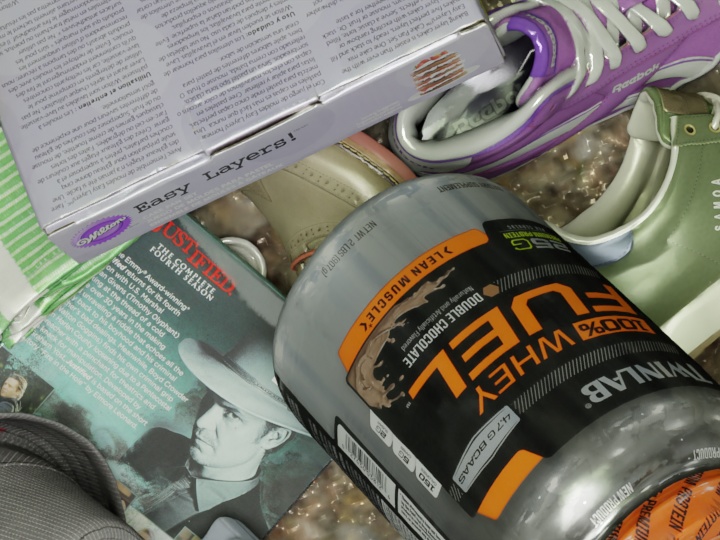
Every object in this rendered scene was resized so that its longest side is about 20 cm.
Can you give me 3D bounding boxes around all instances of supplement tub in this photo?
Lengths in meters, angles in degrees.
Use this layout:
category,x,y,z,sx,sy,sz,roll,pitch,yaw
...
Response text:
category,x,y,z,sx,sy,sz,roll,pitch,yaw
supplement tub,0.066,0.063,1.074,0.123,0.122,0.200,-47,50,2

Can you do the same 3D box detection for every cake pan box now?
category,x,y,z,sx,sy,sz,roll,pitch,yaw
cake pan box,-0.068,-0.122,1.149,0.200,0.052,0.184,-26,68,4

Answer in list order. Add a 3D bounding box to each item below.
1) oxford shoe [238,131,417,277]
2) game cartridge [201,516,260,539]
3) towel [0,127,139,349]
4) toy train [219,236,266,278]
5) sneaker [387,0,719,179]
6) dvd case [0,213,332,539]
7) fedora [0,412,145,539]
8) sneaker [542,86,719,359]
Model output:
category,x,y,z,sx,sy,sz,roll,pitch,yaw
oxford shoe,0.000,0.000,1.198,0.200,0.070,0.075,39,70,0
game cartridge,-0.066,0.218,1.190,0.133,0.041,0.200,42,104,40
towel,-0.112,-0.086,1.187,0.200,0.023,0.153,-41,73,0
toy train,-0.108,-0.074,1.229,0.150,0.056,0.201,-9,88,4
sneaker,0.100,-0.098,1.186,0.200,0.114,0.073,-37,85,2
dvd case,-0.104,0.079,1.220,0.146,0.022,0.200,40,94,-18
fedora,-0.148,0.152,1.130,0.200,0.090,0.177,-39,130,-29
sneaker,0.151,-0.045,1.185,0.200,0.067,0.090,-42,100,-8
